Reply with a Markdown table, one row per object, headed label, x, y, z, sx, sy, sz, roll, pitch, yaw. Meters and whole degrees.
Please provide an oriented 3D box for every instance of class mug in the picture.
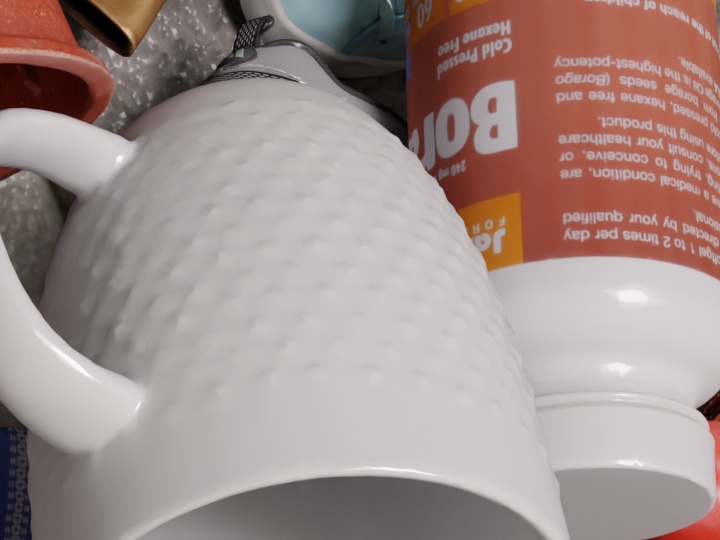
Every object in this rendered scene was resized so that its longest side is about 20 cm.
| label | x | y | z | sx | sy | sz | roll | pitch | yaw |
| --- | --- | --- | --- | --- | --- | --- | --- | --- | --- |
| mug | -0.042 | 0.025 | 0.743 | 0.200 | 0.147 | 0.176 | 30 | 34 | -37 |

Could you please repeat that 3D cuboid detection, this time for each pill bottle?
| label | x | y | z | sx | sy | sz | roll | pitch | yaw |
| --- | --- | --- | --- | --- | --- | --- | --- | --- | --- |
| pill bottle | 0.072 | -0.014 | 0.887 | 0.112 | 0.112 | 0.201 | 15 | 61 | -33 |

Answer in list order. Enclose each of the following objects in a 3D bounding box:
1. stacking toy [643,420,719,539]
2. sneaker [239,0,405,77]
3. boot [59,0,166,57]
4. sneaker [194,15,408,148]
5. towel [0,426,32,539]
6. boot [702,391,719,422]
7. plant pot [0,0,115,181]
| label | x | y | z | sx | sy | sz | roll | pitch | yaw |
| --- | --- | --- | --- | --- | --- | --- | --- | --- | --- |
| stacking toy | 0.132 | 0.144 | 0.947 | 0.085 | 0.085 | 0.201 | -29 | 125 | -36 |
| sneaker | 0.050 | -0.116 | 0.987 | 0.199 | 0.082 | 0.074 | -6 | 83 | -36 |
| boot | -0.032 | -0.155 | 0.926 | 0.188 | 0.068 | 0.200 | 40 | 60 | -10 |
| sneaker | 0.000 | 0.000 | 0.934 | 0.201 | 0.077 | 0.140 | 63 | 36 | -29 |
| towel | -0.120 | 0.122 | 0.853 | 0.199 | 0.024 | 0.146 | 10 | 74 | -34 |
| boot | 0.143 | 0.083 | 1.032 | 0.199 | 0.075 | 0.108 | 11 | 61 | -34 |
| plant pot | -0.195 | -0.115 | 0.750 | 0.200 | 0.200 | 0.196 | -13 | 81 | -37 |
